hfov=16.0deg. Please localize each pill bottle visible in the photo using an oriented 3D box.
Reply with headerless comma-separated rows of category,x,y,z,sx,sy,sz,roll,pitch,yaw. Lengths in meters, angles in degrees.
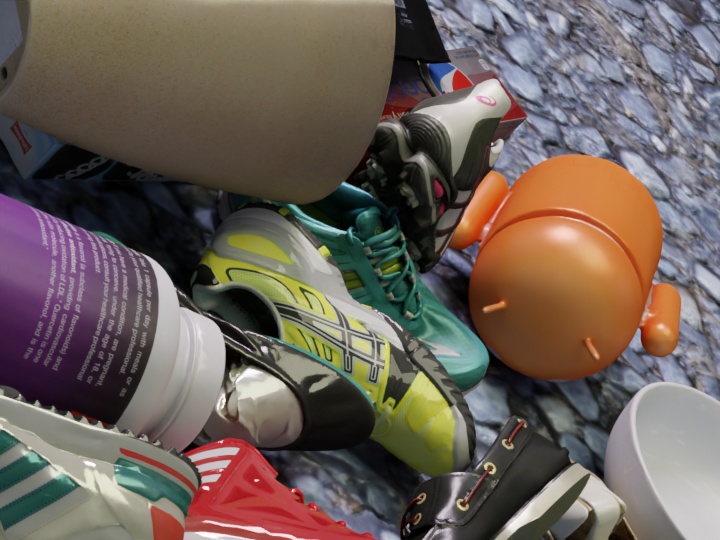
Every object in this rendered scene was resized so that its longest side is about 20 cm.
pill bottle,-0.168,0.026,1.255,0.200,0.112,0.113,24,35,-32

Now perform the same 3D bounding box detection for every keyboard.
keyboard,0.025,-0.144,1.620,0.127,0.021,0.200,68,15,3

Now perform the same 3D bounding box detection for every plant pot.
plant pot,-0.114,-0.133,1.411,0.200,0.187,0.187,1,50,-35

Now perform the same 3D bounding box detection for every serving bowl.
serving bowl,0.223,0.168,1.613,0.200,0.066,0.200,35,29,-22

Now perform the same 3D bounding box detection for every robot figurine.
robot figurine,0.133,-0.002,1.672,0.144,0.116,0.200,62,24,-17

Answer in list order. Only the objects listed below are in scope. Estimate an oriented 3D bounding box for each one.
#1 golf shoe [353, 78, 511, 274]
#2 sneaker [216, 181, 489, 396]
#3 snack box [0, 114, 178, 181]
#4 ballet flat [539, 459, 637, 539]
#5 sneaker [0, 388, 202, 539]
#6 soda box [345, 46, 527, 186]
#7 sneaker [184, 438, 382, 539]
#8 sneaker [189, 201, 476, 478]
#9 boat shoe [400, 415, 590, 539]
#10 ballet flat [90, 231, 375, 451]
golf shoe,0.050,-0.057,1.583,0.077,0.088,0.200,53,-11,7
sneaker,0.000,0.000,1.528,0.200,0.080,0.078,42,43,-2
snack box,-0.146,-0.108,1.530,0.200,0.037,0.116,-1,54,-52
ballet flat,0.147,0.170,1.509,0.070,0.065,0.200,-19,63,-31
sneaker,-0.173,0.110,1.186,0.200,0.070,0.094,18,64,-20
soda box,0.027,-0.100,1.713,0.070,0.063,0.200,54,31,14
sneaker,-0.020,0.133,1.305,0.200,0.078,0.116,13,34,-15
sneaker,-0.020,0.054,1.469,0.200,0.075,0.076,43,50,2
boat shoe,0.049,0.149,1.403,0.063,0.074,0.201,40,44,12
ballet flat,-0.088,0.056,1.378,0.200,0.068,0.068,30,41,-6
